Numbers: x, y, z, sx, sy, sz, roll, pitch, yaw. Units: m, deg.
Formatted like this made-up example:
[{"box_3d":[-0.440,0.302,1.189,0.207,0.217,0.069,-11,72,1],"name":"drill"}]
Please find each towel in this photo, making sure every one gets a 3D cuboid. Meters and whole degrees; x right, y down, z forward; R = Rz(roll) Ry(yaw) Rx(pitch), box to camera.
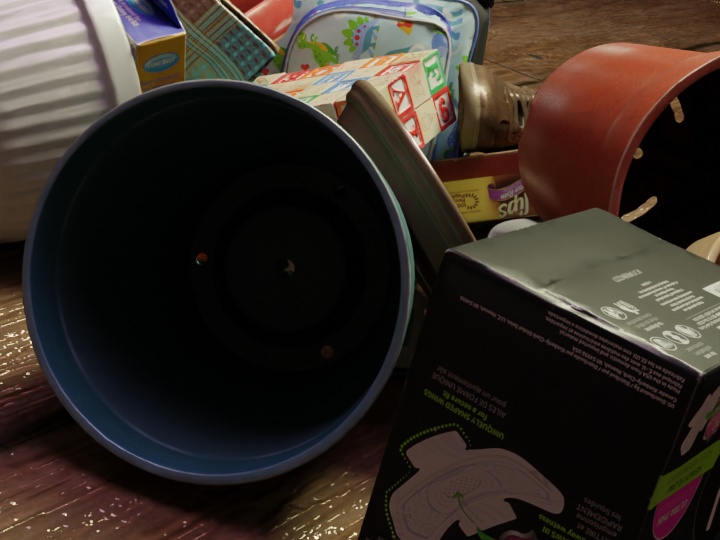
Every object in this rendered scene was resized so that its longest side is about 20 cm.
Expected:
[{"box_3d":[-0.163,-0.144,1.125,0.147,0.200,0.022,41,44,-11],"name":"towel"}]

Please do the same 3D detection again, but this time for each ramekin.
[{"box_3d":[-0.228,-0.112,1.038,0.105,0.201,0.200,-18,35,-28],"name":"ramekin"}]

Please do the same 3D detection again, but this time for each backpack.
[{"box_3d":[-0.002,-0.168,1.371,0.199,0.184,0.147,12,19,10],"name":"backpack"}]

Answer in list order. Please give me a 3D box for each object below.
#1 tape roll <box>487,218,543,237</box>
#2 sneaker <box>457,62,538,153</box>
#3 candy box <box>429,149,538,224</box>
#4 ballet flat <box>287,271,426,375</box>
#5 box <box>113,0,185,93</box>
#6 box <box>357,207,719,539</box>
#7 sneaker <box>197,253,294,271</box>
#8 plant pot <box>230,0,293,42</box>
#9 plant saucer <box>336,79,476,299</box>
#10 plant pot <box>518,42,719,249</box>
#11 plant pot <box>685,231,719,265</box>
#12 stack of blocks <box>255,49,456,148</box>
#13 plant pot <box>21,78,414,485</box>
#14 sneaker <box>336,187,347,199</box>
[{"box_3d":[0.177,0.032,1.144,0.199,0.067,0.200,13,21,-5],"name":"tape roll"},{"box_3d":[0.119,-0.129,1.279,0.075,0.071,0.200,-1,3,9],"name":"sneaker"},{"box_3d":[0.140,-0.069,1.298,0.116,0.057,0.200,-6,-1,26],"name":"candy box"},{"box_3d":[0.000,0.000,1.096,0.069,0.070,0.200,6,22,-24],"name":"ballet flat"},{"box_3d":[-0.160,-0.116,1.064,0.041,0.201,0.119,-21,46,-27],"name":"box"},{"box_3d":[0.095,0.094,0.718,0.124,0.201,0.148,28,23,28],"name":"box"},{"box_3d":[-0.099,-0.044,1.133,0.079,0.074,0.200,-23,24,-14],"name":"sneaker"},{"box_3d":[-0.166,-0.213,1.226,0.183,0.200,0.200,55,19,-9],"name":"plant pot"},{"box_3d":[0.039,-0.023,0.975,0.029,0.201,0.200,-31,30,-3],"name":"plant saucer"},{"box_3d":[0.211,-0.064,1.076,0.200,0.202,0.195,8,13,-21],"name":"plant pot"},{"box_3d":[0.212,0.083,0.935,0.092,0.202,0.200,-21,-6,38],"name":"plant pot"},{"box_3d":[-0.043,-0.112,1.231,0.199,0.059,0.115,-4,22,33],"name":"stack of blocks"},{"box_3d":[-0.058,0.004,0.886,0.199,0.201,0.188,19,4,9],"name":"plant pot"},{"box_3d":[0.011,-0.035,1.217,0.076,0.075,0.200,47,-8,-33],"name":"sneaker"}]
